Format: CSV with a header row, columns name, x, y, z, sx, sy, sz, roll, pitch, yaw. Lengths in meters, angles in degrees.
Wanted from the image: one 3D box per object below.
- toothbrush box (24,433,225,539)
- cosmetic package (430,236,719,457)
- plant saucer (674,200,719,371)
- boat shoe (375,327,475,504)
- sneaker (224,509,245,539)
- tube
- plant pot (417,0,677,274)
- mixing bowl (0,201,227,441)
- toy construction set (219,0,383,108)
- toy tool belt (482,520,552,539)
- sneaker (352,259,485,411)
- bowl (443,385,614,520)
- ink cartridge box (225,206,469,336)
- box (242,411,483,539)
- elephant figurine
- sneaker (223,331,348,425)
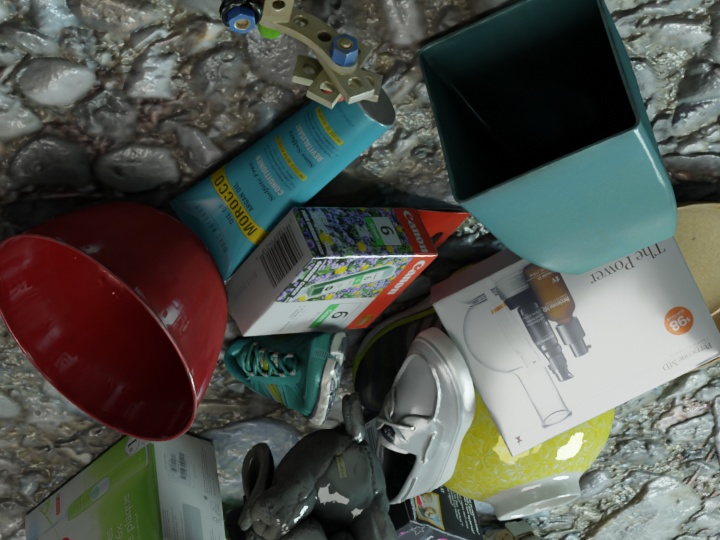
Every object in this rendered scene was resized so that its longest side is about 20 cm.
name,x,y,z,sx,sy,sz,roll,pitch,yaw
toothbrush box,-0.222,0.257,1.720,0.086,0.146,0.200,23,132,-37
cosmetic package,0.178,0.041,1.508,0.199,0.052,0.151,-27,106,7
plant saucer,0.271,0.009,1.589,0.199,0.036,0.201,-8,133,-8
boat shoe,0.044,0.128,1.549,0.068,0.072,0.201,-30,154,-27
sneaker,-0.088,0.306,1.875,0.081,0.074,0.200,-29,132,33
tube,-0.060,-0.075,1.405,0.200,0.078,0.050,-38,166,29
plant pot,0.158,-0.090,1.378,0.141,0.142,0.200,-23,147,17
mixing bowl,-0.177,0.022,1.427,0.199,0.108,0.201,25,141,22
toy construction set,-0.027,-0.204,1.229,0.130,0.092,0.201,-1,131,-13
toy tool belt,0.145,0.348,1.970,0.122,0.125,0.201,18,142,15
sneaker,0.066,0.071,1.601,0.074,0.081,0.200,21,132,-34
bowl,0.146,0.163,1.661,0.199,0.108,0.200,-14,166,-4
ink cartridge box,0.000,0.000,1.474,0.199,0.051,0.109,-1,146,-42
box,0.002,0.239,1.761,0.200,0.133,0.114,-34,140,29
elephant figurine,-0.058,0.214,1.599,0.155,0.142,0.200,-33,-177,-24
sneaker,-0.063,0.083,1.542,0.079,0.078,0.200,18,169,-17
